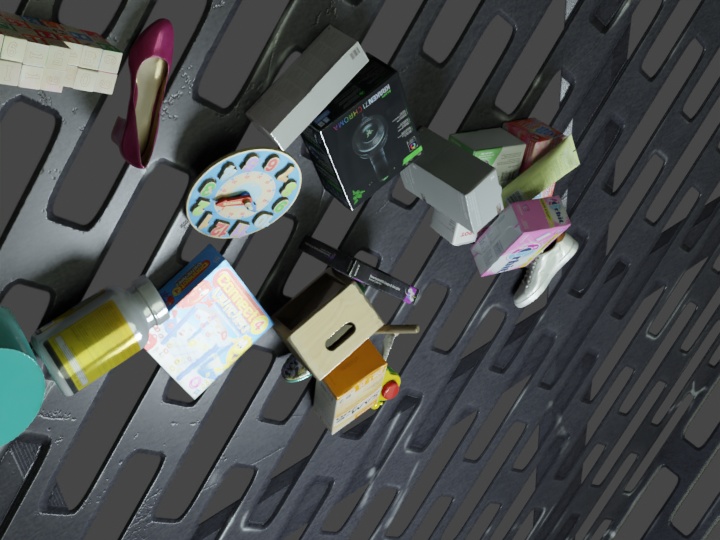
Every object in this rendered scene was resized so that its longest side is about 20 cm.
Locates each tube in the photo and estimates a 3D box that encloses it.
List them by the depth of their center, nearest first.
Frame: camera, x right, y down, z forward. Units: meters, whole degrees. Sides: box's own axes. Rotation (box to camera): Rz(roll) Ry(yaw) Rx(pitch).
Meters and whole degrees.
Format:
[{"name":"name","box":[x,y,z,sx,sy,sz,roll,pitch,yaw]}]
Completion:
[{"name":"tube","box":[0.344,-0.178,1.877,0.199,0.052,0.058,-37,172,-6]}]

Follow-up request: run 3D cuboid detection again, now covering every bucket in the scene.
[{"name":"bucket","box":[-0.556,0.151,1.370,0.204,0.134,0.211,-23,132,-28]}]

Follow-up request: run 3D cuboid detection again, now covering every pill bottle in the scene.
[{"name":"pill bottle","box":[-0.398,0.094,1.491,0.198,0.112,0.113,-34,137,-18]}]

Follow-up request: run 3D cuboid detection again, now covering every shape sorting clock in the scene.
[{"name":"shape sorting clock","box":[-0.186,-0.121,1.552,0.196,0.040,0.201,-18,150,-11]}]

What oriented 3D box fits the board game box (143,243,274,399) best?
[{"name":"board game box","box":[-0.271,0.091,1.648,0.196,0.056,0.201,-43,139,-9]}]

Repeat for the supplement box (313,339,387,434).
[{"name":"supplement box","box":[-0.022,0.231,1.912,0.125,0.074,0.201,-32,158,-20]}]

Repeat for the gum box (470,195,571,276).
[{"name":"gum box","box":[0.306,-0.063,1.878,0.111,0.067,0.200,-11,159,-25]}]

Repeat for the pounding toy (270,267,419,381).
[{"name":"pounding toy","box":[-0.033,0.097,1.732,0.199,0.184,0.143,-39,109,-9]}]

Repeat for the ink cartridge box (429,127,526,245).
[{"name":"ink cartridge box","box":[0.229,-0.166,1.899,0.143,0.084,0.204,-12,126,-36]}]

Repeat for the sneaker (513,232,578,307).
[{"name":"sneaker","box":[0.401,-0.011,2.198,0.084,0.073,0.201,35,100,-18]}]

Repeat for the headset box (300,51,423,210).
[{"name":"headset box","box":[0.000,-0.229,1.638,0.173,0.093,0.202,-38,138,-14]}]

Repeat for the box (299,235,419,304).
[{"name":"box","box":[0.000,0.000,1.764,0.198,0.142,0.037,23,93,-49]}]

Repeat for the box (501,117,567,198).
[{"name":"box","box":[0.334,-0.194,1.962,0.093,0.102,0.204,-14,128,-34]}]

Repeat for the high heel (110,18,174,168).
[{"name":"high heel","box":[-0.293,-0.246,1.353,0.067,0.096,0.203,15,108,-46]}]

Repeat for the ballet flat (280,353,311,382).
[{"name":"ballet flat","box":[-0.074,0.142,1.859,0.198,0.072,0.073,-26,134,-33]}]

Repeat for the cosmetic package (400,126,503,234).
[{"name":"cosmetic package","box":[0.160,-0.166,1.748,0.090,0.199,0.108,-37,137,-14]}]

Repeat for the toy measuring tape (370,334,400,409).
[{"name":"toy measuring tape","box":[0.061,0.204,2.025,0.073,0.073,0.203,-3,121,-40]}]

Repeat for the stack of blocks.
[{"name":"stack of blocks","box":[-0.406,-0.274,1.217,0.197,0.115,0.060,3,118,-44]}]

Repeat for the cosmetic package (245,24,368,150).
[{"name":"cosmetic package","box":[-0.084,-0.290,1.527,0.200,0.082,0.051,-47,141,-5]}]
